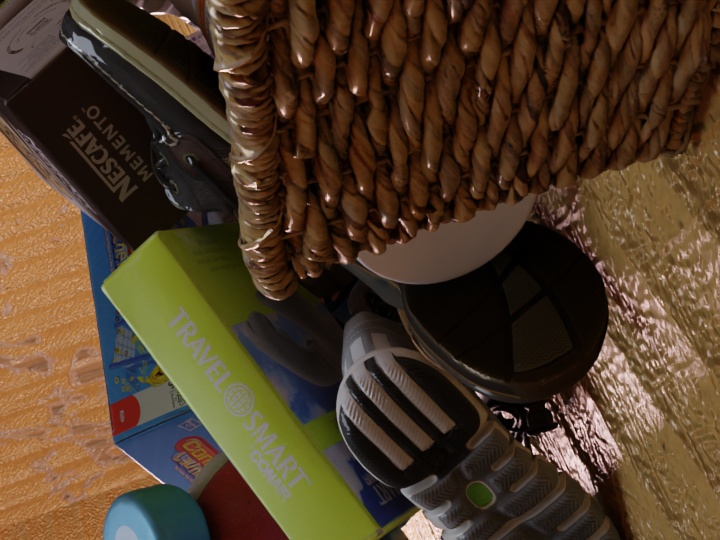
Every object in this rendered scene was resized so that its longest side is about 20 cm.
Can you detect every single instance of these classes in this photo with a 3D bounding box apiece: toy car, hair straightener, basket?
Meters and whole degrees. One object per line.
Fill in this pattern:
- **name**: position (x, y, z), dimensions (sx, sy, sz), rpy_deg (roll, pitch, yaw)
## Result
- **toy car**: position (-0.008, 0.194, 0.859), dimensions (0.199, 0.184, 0.178), rpy_deg (18, 110, 45)
- **hair straightener**: position (0.067, 0.059, 0.823), dimensions (0.200, 0.041, 0.077), rpy_deg (96, 155, -59)
- **basket**: position (0.012, -0.109, 0.444), dimensions (0.200, 0.148, 0.143), rpy_deg (87, 162, -66)

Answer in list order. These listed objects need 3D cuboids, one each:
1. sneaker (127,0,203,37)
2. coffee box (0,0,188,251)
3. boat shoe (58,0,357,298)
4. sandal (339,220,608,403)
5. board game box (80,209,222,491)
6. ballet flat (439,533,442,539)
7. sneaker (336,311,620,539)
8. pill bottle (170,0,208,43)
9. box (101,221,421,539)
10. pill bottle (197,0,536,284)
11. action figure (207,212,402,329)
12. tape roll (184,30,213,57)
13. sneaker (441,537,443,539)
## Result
- **sneaker**: position (-0.099, -0.193, 1.003), dimensions (0.081, 0.199, 0.089), rpy_deg (-46, 47, 31)
- **coffee box**: position (-0.159, -0.095, 0.907), dimensions (0.113, 0.080, 0.200), rpy_deg (52, 169, -28)
- **boat shoe**: position (-0.070, -0.055, 0.789), dimensions (0.200, 0.066, 0.072), rpy_deg (37, -164, -21)
- **sandal**: position (0.042, 0.014, 0.698), dimensions (0.200, 0.081, 0.055), rpy_deg (32, 142, 58)
- **board game box**: position (-0.093, 0.054, 1.008), dimensions (0.200, 0.056, 0.197), rpy_deg (51, -161, -53)
- **ballet flat**: position (0.079, 0.237, 1.072), dimensions (0.073, 0.073, 0.201), rpy_deg (166, 86, -82)
- **sneaker**: position (0.058, 0.092, 0.780), dimensions (0.200, 0.075, 0.116), rpy_deg (52, -173, -23)
- **pill bottle**: position (-0.063, -0.193, 0.867), dimensions (0.201, 0.104, 0.105), rpy_deg (-107, 4, -48)
- **box**: position (-0.031, 0.067, 0.806), dimensions (0.200, 0.048, 0.122), rpy_deg (52, -161, 9)
- **pill bottle**: position (0.003, -0.084, 0.706), dimensions (0.200, 0.111, 0.113), rpy_deg (-118, 13, -51)
- **action figure**: position (0.000, 0.000, 0.912), dimensions (0.194, 0.199, 0.105), rpy_deg (52, -139, -13)
- **tape roll**: position (-0.135, -0.205, 1.066), dimensions (0.066, 0.199, 0.201), rpy_deg (-123, 16, -64)
- **sneaker**: position (0.099, 0.210, 0.853), dimensions (0.114, 0.076, 0.200), rpy_deg (-121, 12, -51)
